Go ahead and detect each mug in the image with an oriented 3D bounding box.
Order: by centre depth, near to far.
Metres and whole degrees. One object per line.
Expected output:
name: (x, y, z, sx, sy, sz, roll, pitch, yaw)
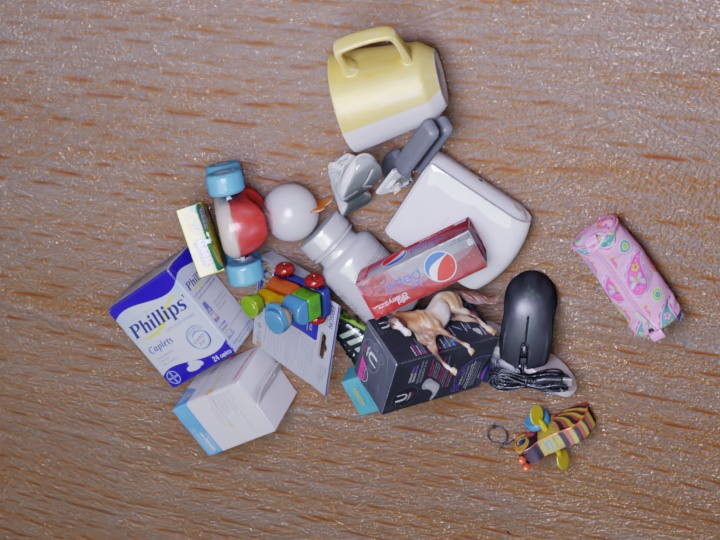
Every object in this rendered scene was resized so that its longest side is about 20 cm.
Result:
mug: (0.042, -0.263, 1.265, 0.152, 0.186, 0.151, -11, 94, 15)

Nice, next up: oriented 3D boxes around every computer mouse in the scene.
computer mouse: (0.277, 0.102, 1.418, 0.137, 0.053, 0.202, 2, 94, 13)

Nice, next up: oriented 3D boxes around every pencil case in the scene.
pencil case: (0.413, 0.012, 1.347, 0.087, 0.088, 0.201, -30, 105, 30)

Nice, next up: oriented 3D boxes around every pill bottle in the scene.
pill bottle: (0.000, 0.000, 1.461, 0.200, 0.115, 0.114, 44, 123, -10)

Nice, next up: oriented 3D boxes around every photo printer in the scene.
photo printer: (0.160, -0.072, 1.391, 0.199, 0.070, 0.167, 33, 124, -2)

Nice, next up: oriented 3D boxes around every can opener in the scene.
can opener: (0.072, -0.175, 1.321, 0.067, 0.052, 0.200, 64, 150, 11)

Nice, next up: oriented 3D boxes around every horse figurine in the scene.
horse figurine: (0.138, 0.079, 1.368, 0.132, 0.200, 0.050, 36, 135, 17)

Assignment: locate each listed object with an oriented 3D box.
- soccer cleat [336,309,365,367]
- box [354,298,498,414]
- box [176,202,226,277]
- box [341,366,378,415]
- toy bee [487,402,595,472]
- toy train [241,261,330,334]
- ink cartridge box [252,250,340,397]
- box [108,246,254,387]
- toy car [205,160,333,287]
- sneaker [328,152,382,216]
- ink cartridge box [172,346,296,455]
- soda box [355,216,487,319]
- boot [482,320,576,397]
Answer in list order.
soccer cleat: (-0.009, 0.127, 1.546, 0.199, 0.067, 0.082, 27, 94, 16)
box: (0.105, 0.137, 1.425, 0.106, 0.198, 0.123, 54, 143, 39)
box: (-0.263, -0.052, 1.460, 0.048, 0.200, 0.119, -19, 95, -7)
box: (0.071, 0.198, 1.591, 0.198, 0.049, 0.083, -20, 111, 28)
toy bee: (0.319, 0.308, 1.537, 0.131, 0.109, 0.200, 38, 124, -7)
toy train: (-0.155, 0.042, 1.457, 0.199, 0.115, 0.086, 20, 124, 37)
ink cartridge box: (-0.108, 0.093, 1.552, 0.199, 0.047, 0.199, 29, 126, 29)
box: (-0.335, 0.088, 1.632, 0.183, 0.105, 0.201, -30, 106, 30)
toy car: (-0.143, -0.095, 1.457, 0.198, 0.177, 0.186, -12, 106, -6)
sneaker: (-0.019, -0.147, 1.355, 0.070, 0.200, 0.081, -27, 83, -13)
ink cartridge box: (-0.230, 0.246, 1.673, 0.199, 0.129, 0.126, -24, 110, 29)
soda box: (0.095, -0.003, 1.351, 0.199, 0.064, 0.070, -25, 108, 16)
boot: (0.269, 0.171, 1.504, 0.199, 0.073, 0.091, 33, 132, 8)
